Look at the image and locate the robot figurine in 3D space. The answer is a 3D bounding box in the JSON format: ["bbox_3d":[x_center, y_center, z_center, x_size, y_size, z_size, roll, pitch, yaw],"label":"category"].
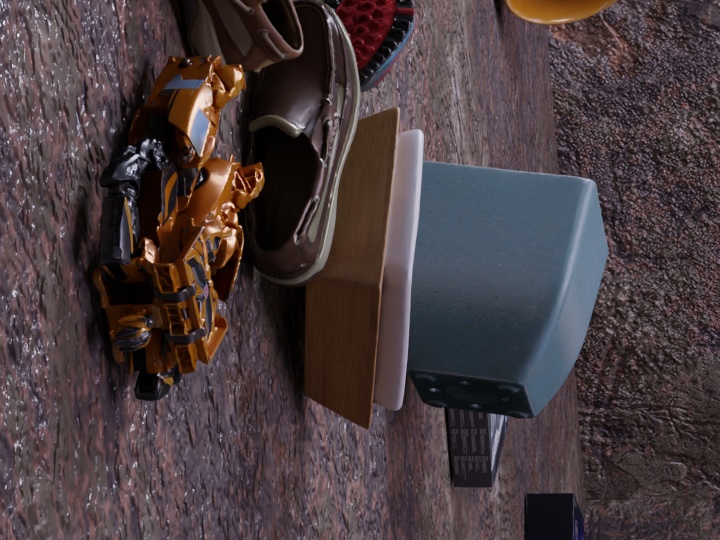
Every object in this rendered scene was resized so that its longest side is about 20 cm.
[{"bbox_3d":[-0.099,-0.025,1.183,0.201,0.058,0.146,-80,163,-50],"label":"robot figurine"}]

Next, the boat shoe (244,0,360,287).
[{"bbox_3d":[-0.044,-0.095,1.470,0.075,0.074,0.204,39,50,-69],"label":"boat shoe"}]

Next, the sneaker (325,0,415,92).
[{"bbox_3d":[0.013,-0.196,1.778,0.201,0.079,0.096,-79,166,-50],"label":"sneaker"}]

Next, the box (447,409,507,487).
[{"bbox_3d":[0.131,0.124,2.457,0.158,0.049,0.201,-67,154,-66],"label":"box"}]

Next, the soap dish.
[{"bbox_3d":[0.000,0.000,1.588,0.200,0.081,0.158,94,1,-56],"label":"soap dish"}]

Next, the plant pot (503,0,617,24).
[{"bbox_3d":[0.272,-0.477,3.001,0.200,0.199,0.184,70,5,-60],"label":"plant pot"}]

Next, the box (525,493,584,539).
[{"bbox_3d":[0.297,0.426,3.262,0.200,0.078,0.142,59,28,-70],"label":"box"}]

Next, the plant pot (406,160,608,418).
[{"bbox_3d":[0.124,0.029,2.080,0.196,0.195,0.201,65,34,-66],"label":"plant pot"}]

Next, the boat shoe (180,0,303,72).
[{"bbox_3d":[-0.077,-0.192,1.288,0.200,0.073,0.076,72,19,-58],"label":"boat shoe"}]
